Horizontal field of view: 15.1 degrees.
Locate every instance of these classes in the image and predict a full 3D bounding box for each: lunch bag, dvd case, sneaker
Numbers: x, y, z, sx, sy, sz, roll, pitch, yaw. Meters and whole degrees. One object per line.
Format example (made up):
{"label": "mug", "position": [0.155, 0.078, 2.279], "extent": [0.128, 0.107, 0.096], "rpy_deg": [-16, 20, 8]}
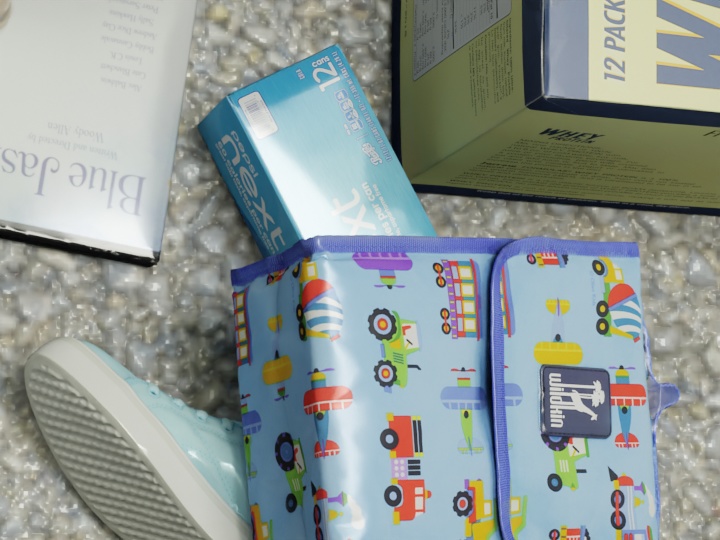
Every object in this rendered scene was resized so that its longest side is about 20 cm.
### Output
{"label": "lunch bag", "position": [0.053, 0.065, 1.224], "extent": [0.200, 0.094, 0.151], "rpy_deg": [-1, 81, -27]}
{"label": "dvd case", "position": [-0.150, -0.111, 1.288], "extent": [0.142, 0.018, 0.201], "rpy_deg": [11, 77, -17]}
{"label": "sneaker", "position": [-0.068, 0.095, 1.256], "extent": [0.200, 0.074, 0.082], "rpy_deg": [47, 53, -8]}

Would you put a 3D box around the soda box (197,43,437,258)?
{"label": "soda box", "position": [0.000, 0.000, 1.290], "extent": [0.064, 0.068, 0.200], "rpy_deg": [-26, 89, -19]}

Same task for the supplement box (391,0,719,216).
{"label": "supplement box", "position": [0.138, -0.115, 1.288], "extent": [0.199, 0.200, 0.135], "rpy_deg": [3, 79, -18]}
